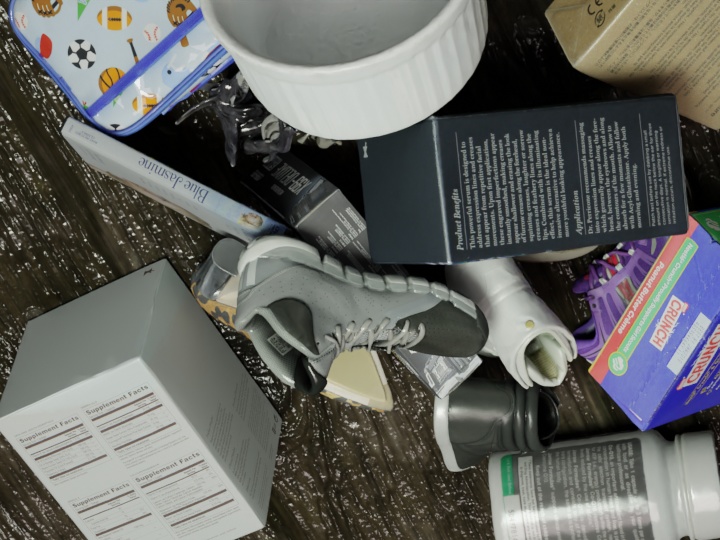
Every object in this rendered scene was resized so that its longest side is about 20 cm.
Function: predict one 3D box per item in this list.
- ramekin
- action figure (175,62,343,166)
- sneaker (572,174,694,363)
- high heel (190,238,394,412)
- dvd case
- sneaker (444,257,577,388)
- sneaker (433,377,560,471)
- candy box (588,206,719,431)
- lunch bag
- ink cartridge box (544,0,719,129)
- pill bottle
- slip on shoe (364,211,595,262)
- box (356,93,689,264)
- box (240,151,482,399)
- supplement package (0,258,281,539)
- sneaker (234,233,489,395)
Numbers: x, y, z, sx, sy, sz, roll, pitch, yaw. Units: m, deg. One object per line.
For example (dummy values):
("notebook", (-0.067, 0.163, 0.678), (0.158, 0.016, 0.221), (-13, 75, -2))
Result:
("ramekin", (-0.005, -0.188, 1.390), (0.200, 0.201, 0.098), (-10, 145, 10))
("action figure", (-0.040, -0.137, 1.556), (0.200, 0.119, 0.102), (7, 143, -12))
("sneaker", (0.225, 0.004, 1.652), (0.083, 0.081, 0.200), (17, 122, 1))
("high heel", (-0.056, 0.055, 1.660), (0.200, 0.143, 0.071), (43, 73, -1))
("dvd case", (-0.139, -0.058, 1.577), (0.200, 0.143, 0.018), (27, 83, 6))
("sneaker", (0.124, 0.058, 1.621), (0.074, 0.116, 0.200), (-33, 158, -3))
("sneaker", (0.122, 0.135, 1.688), (0.099, 0.071, 0.200), (4, 166, 11))
("candy box", (0.298, 0.029, 1.594), (0.077, 0.200, 0.169), (46, 124, 26))
("lunch bag", (-0.157, -0.206, 1.512), (0.200, 0.076, 0.160), (-37, 93, 24))
("ink cartridge box", (0.263, -0.218, 1.474), (0.165, 0.075, 0.200), (18, 124, -36))
("pill bottle", (0.220, 0.201, 1.755), (0.200, 0.113, 0.113), (-9, 122, 10))
("slip on shoe", (0.102, -0.040, 1.642), (0.200, 0.076, 0.061), (-2, 167, -7))
("box", (0.119, -0.067, 1.475), (0.200, 0.148, 0.107), (-7, 93, -21))
("box", (0.000, 0.000, 1.612), (0.050, 0.158, 0.200), (-42, 115, -4))
("supplement package", (-0.187, 0.130, 1.711), (0.150, 0.152, 0.200), (-24, 118, 18))
("sneaker", (-0.004, 0.055, 1.477), (0.200, 0.116, 0.075), (17, 137, -7))
